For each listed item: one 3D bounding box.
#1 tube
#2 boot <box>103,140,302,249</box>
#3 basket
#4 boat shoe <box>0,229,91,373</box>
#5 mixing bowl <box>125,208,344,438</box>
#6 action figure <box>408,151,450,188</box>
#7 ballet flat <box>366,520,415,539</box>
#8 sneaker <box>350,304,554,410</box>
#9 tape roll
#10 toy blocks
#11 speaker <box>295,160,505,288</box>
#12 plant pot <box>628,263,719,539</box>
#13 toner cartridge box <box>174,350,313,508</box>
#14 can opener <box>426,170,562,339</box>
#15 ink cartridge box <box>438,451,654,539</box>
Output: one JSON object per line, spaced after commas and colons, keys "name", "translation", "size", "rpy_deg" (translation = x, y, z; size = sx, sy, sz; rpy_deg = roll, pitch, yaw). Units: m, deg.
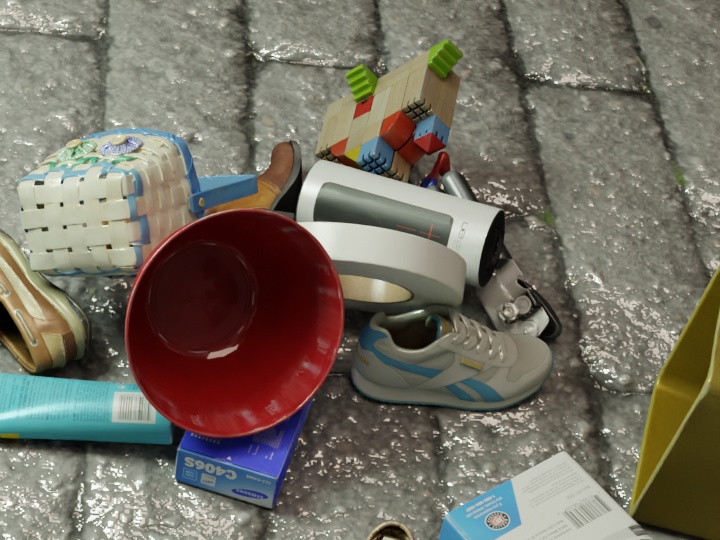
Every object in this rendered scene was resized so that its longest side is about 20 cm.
{"name": "tube", "translation": [-0.264, 0.123, 1.569], "size": [0.198, 0.051, 0.078], "rpy_deg": [4, 38, -2]}
{"name": "boot", "translation": [-0.161, -0.073, 1.812], "size": [0.198, 0.069, 0.189], "rpy_deg": [5, 49, 2]}
{"name": "basket", "translation": [-0.210, -0.063, 1.650], "size": [0.175, 0.141, 0.200], "rpy_deg": [-3, 7, 24]}
{"name": "boat shoe", "translation": [-0.336, 0.023, 1.637], "size": [0.199, 0.076, 0.074], "rpy_deg": [36, 50, 25]}
{"name": "mixing bowl", "translation": [-0.124, 0.036, 1.550], "size": [0.198, 0.202, 0.108], "rpy_deg": [-8, 14, -22]}
{"name": "action figure", "translation": [0.042, -0.046, 1.824], "size": [0.065, 0.052, 0.201], "rpy_deg": [15, 46, 11]}
{"name": "ballet flat", "translation": [-0.002, 0.281, 1.443], "size": [0.067, 0.068, 0.201], "rpy_deg": [18, 42, 7]}
{"name": "sneaker", "translation": [0.093, 0.080, 1.676], "size": [0.198, 0.081, 0.077], "rpy_deg": [0, 41, -16]}
{"name": "tape roll", "translation": [0.000, 0.000, 1.657], "size": [0.201, 0.203, 0.037], "rpy_deg": [9, 76, -5]}
{"name": "toy blocks", "translation": [0.023, -0.138, 1.833], "size": [0.100, 0.199, 0.138], "rpy_deg": [40, 43, -29]}
{"name": "speaker", "translation": [0.041, -0.046, 1.740], "size": [0.198, 0.082, 0.081], "rpy_deg": [17, 41, 17]}
{"name": "plant pot", "translation": [0.382, 0.137, 1.613], "size": [0.198, 0.195, 0.196], "rpy_deg": [21, 42, 1]}
{"name": "toner cartridge box", "translation": [-0.095, 0.120, 1.613], "size": [0.094, 0.043, 0.201], "rpy_deg": [15, 42, 5]}
{"name": "can opener", "translation": [0.130, -0.008, 1.783], "size": [0.201, 0.052, 0.066], "rpy_deg": [59, 17, 18]}
{"name": "ink cartridge box", "translation": [0.178, 0.268, 1.487], "size": [0.146, 0.086, 0.200], "rpy_deg": [-22, 54, -32]}
